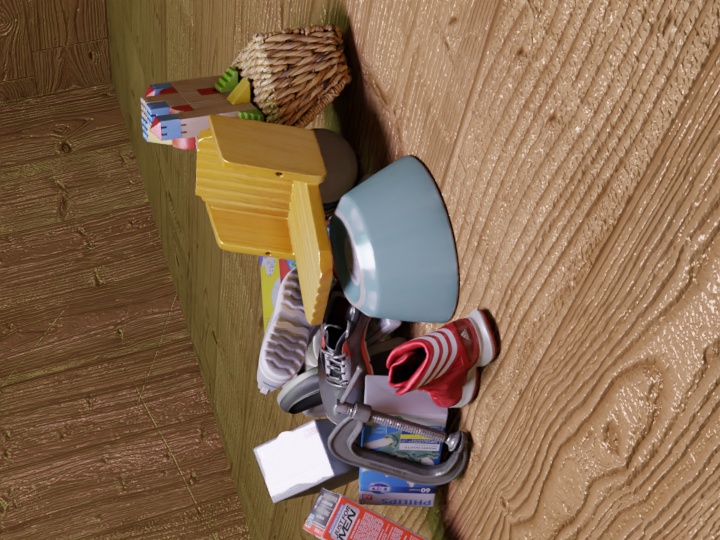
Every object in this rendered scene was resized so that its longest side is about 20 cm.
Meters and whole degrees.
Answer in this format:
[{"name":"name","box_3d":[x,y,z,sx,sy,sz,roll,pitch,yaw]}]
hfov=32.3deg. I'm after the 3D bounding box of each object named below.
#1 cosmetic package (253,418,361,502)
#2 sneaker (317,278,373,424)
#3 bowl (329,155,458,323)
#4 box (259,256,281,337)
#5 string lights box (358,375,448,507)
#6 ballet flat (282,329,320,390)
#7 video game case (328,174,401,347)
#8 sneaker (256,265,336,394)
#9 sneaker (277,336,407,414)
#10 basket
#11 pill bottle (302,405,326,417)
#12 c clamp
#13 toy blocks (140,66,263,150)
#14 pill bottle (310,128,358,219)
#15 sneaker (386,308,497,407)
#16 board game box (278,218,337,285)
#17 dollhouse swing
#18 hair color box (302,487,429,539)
[{"name":"cosmetic package","box_3d":[-0.054,0.261,1.744,0.091,0.106,0.200,67,-160,10]},{"name":"sneaker","box_3d":[-0.029,0.103,1.558,0.082,0.076,0.203,-27,-58,-65]},{"name":"bowl","box_3d":[0.029,-0.026,1.465,0.201,0.104,0.204,167,90,-75]},{"name":"box","box_3d":[-0.090,0.048,1.855,0.048,0.116,0.203,17,-117,-59]},{"name":"string lights box","box_3d":[0.051,0.217,1.569,0.202,0.101,0.059,93,179,-46]},{"name":"ballet flat","box_3d":[-0.074,0.131,1.760,0.067,0.068,0.202,31,141,32]},{"name":"video game case","box_3d":[0.000,0.000,1.648,0.182,0.023,0.203,135,128,-64]},{"name":"sneaker","box_3d":[-0.092,0.071,1.607,0.082,0.074,0.201,-53,7,49]},{"name":"sneaker","box_3d":[-0.014,0.172,1.635,0.075,0.198,0.107,20,-132,-65]},{"name":"basket","box_3d":[-0.083,-0.219,1.622,0.200,0.141,0.151,156,102,-69]},{"name":"pill bottle","box_3d":[-0.070,0.114,1.919,0.109,0.107,0.202,108,146,-62]},{"name":"c clamp","box_3d":[0.047,0.200,1.485,0.171,0.198,0.027,-53,23,42]},{"name":"toy blocks","box_3d":[-0.219,-0.197,1.593,0.200,0.135,0.101,-134,38,-56]},{"name":"pill bottle","box_3d":[-0.073,-0.119,1.744,0.200,0.105,0.108,135,120,-72]},{"name":"sneaker","box_3d":[0.074,0.109,1.395,0.201,0.114,0.079,104,148,-59]},{"name":"board game box","box_3d":[-0.068,-0.008,1.745,0.199,0.019,0.105,-16,79,63]},{"name":"dollhouse swing","box_3d":[-0.121,-0.049,1.512,0.201,0.179,0.178,107,170,-61]},{"name":"hair color box","box_3d":[0.034,0.355,1.606,0.064,0.198,0.111,-62,11,-11]}]
